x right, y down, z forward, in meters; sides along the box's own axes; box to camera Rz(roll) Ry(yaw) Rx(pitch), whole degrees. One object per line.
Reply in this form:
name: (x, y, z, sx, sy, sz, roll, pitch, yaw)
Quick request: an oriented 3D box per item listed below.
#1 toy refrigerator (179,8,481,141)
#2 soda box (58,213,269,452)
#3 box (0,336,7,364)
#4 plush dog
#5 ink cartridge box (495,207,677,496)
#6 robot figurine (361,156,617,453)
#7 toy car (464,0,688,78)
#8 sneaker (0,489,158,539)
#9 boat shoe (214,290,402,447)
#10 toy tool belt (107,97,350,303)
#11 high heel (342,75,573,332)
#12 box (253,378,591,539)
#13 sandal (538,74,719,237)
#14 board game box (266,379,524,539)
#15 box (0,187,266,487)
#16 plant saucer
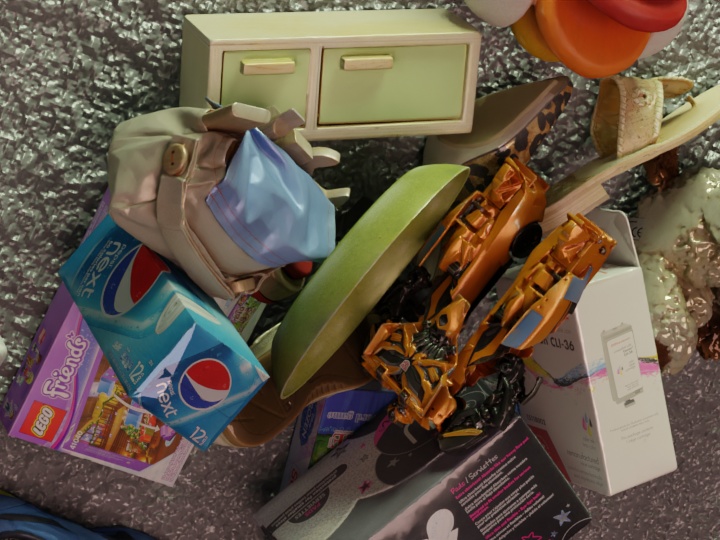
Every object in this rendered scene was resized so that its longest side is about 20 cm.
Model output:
toy refrigerator: (-0.020, -0.134, 1.345, 0.199, 0.070, 0.076, -4, 114, -22)
soda box: (-0.130, 0.033, 1.247, 0.068, 0.200, 0.064, 39, 93, -31)
box: (-0.366, 0.064, 1.221, 0.199, 0.171, 0.200, 26, 100, -31)
plush dog: (0.293, -0.014, 1.515, 0.200, 0.161, 0.171, -38, 142, 29)
ink cartridge box: (0.163, 0.055, 1.455, 0.067, 0.116, 0.201, -17, 102, -24)
robot figurine: (0.079, 0.027, 1.357, 0.200, 0.145, 0.058, -52, 144, 8)
toy car: (0.176, -0.230, 1.342, 0.174, 0.150, 0.201, 9, 108, -26)
sneaker: (-0.207, 0.219, 1.414, 0.200, 0.078, 0.066, 25, 99, -31)
boat shoe: (-0.048, 0.068, 1.407, 0.200, 0.065, 0.072, -35, 107, -41)
toy tool belt: (-0.064, -0.044, 1.263, 0.122, 0.125, 0.200, -21, 147, 26)
high heel: (0.096, -0.046, 1.440, 0.200, 0.071, 0.143, -37, 127, 0)
box: (0.042, 0.178, 1.423, 0.200, 0.132, 0.115, -37, 118, -4)
sandal: (0.193, -0.110, 1.446, 0.211, 0.078, 0.070, -36, 102, -17)
board game box: (0.033, 0.180, 1.521, 0.199, 0.041, 0.200, 5, 110, -26)
box: (-0.153, 0.044, 1.382, 0.136, 0.039, 0.201, 22, 102, -30)
plant saucer: (0.000, 0.000, 1.308, 0.031, 0.200, 0.200, 40, 94, 6)
